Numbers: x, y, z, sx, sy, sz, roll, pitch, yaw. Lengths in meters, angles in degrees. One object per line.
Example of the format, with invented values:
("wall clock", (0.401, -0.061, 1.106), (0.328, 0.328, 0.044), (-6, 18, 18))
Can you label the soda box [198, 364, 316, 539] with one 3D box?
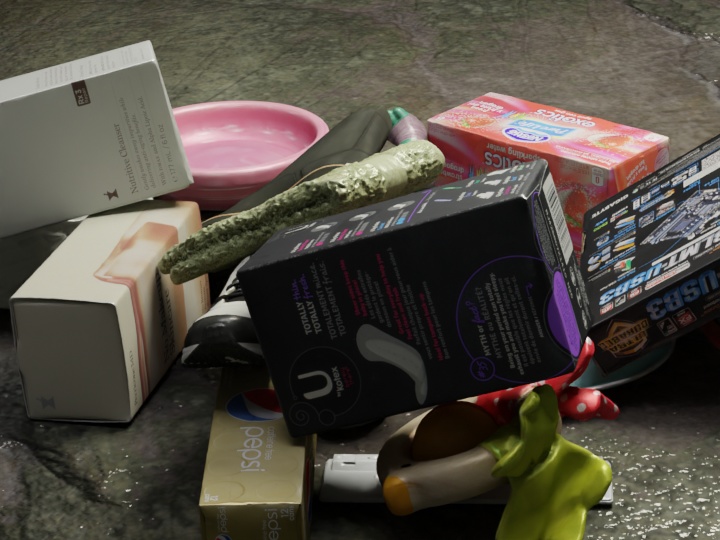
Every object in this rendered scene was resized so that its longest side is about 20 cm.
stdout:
("soda box", (-0.066, 0.133, 1.358), (0.067, 0.065, 0.200), (-1, 23, 2))

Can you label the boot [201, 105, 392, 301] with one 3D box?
("boot", (-0.060, -0.055, 1.692), (0.199, 0.078, 0.139), (-21, 26, 27))

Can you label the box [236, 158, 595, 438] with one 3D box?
("box", (0.039, 0.018, 1.327), (0.199, 0.123, 0.106), (-14, 12, 16))

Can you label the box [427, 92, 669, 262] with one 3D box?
("box", (0.161, -0.078, 1.772), (0.199, 0.103, 0.094), (19, 32, 38))

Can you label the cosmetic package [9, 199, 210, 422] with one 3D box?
("cosmetic package", (-0.188, 0.027, 1.565), (0.087, 0.104, 0.200), (2, 25, 14))

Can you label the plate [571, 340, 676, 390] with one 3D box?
("plate", (0.142, 0.058, 1.559), (0.198, 0.026, 0.200), (-3, 24, 1))

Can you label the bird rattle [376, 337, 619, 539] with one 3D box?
("bird rattle", (0.087, 0.104, 1.358), (0.162, 0.113, 0.200), (-16, 24, 10))

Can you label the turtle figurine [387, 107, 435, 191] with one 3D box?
("turtle figurine", (0.023, -0.044, 1.719), (0.149, 0.101, 0.201), (-39, 27, 23))

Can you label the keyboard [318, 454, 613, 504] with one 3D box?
("keyboard", (0.072, 0.144, 1.392), (0.198, 0.011, 0.056), (0, 29, 5))

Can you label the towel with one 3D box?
("towel", (-0.046, -0.043, 1.510), (0.199, 0.037, 0.148), (-22, 0, 40))

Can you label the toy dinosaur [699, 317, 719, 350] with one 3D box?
("toy dinosaur", (0.271, 0.031, 1.586), (0.199, 0.105, 0.182), (-26, 21, 30))

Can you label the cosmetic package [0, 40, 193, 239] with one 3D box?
("cosmetic package", (-0.245, -0.100, 1.617), (0.199, 0.114, 0.081), (-18, 20, -5))

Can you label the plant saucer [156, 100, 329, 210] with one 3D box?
("plant saucer", (-0.128, -0.107, 1.927), (0.199, 0.051, 0.201), (-2, 23, 1))

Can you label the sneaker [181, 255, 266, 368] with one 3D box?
("sneaker", (-0.079, 0.027, 1.433), (0.073, 0.081, 0.200), (0, 3, 10))

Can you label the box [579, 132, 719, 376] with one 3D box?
("box", (0.256, -0.030, 1.521), (0.199, 0.050, 0.199), (-31, 22, 22))

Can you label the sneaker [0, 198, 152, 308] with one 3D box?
("sneaker", (-0.281, -0.031, 1.745), (0.199, 0.081, 0.146), (-21, 23, -31))

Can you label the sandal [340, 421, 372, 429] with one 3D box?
("sandal", (-0.002, 0.059, 1.539), (0.075, 0.048, 0.201), (3, 24, 13))
